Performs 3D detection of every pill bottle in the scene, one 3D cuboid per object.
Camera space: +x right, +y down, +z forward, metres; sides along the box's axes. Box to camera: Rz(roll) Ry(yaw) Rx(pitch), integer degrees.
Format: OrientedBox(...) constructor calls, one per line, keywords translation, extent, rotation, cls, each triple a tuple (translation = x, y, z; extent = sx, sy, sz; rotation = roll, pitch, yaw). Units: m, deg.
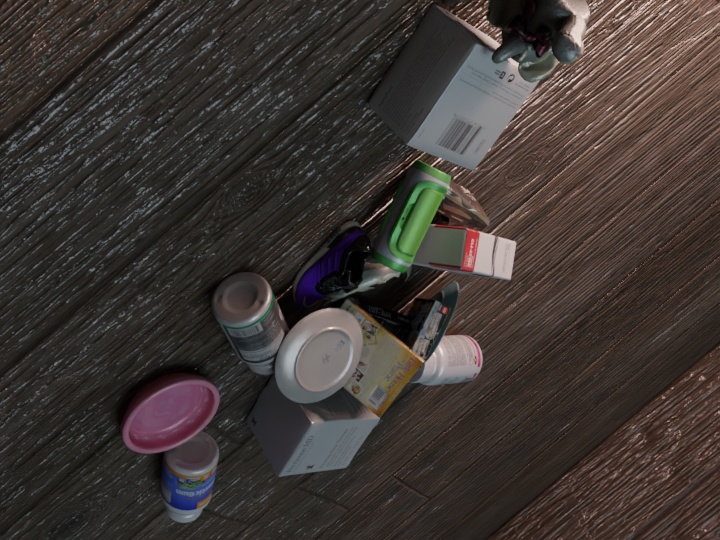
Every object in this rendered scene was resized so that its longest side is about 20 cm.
OrientedBox(translation=(-0.194, 0.103, 1.692), extent=(0.113, 0.113, 0.201), rotation=(-31, 145, -11), cls="pill bottle")
OrientedBox(translation=(0.185, 0.211, 2.164), extent=(0.199, 0.114, 0.114), rotation=(2, 129, -44), cls="pill bottle")
OrientedBox(translation=(-0.360, 0.436, 1.916), extent=(0.111, 0.112, 0.201), rotation=(-15, 138, -31), cls="pill bottle")

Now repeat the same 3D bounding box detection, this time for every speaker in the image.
OrientedBox(translation=(0.093, -0.101, 1.716), extent=(0.088, 0.088, 0.201), rotation=(17, 101, -50), cls="speaker")

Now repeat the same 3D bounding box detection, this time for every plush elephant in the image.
OrientedBox(translation=(0.264, -0.372, 1.411), extent=(0.155, 0.165, 0.200), rotation=(-39, -179, 42), cls="plush elephant")

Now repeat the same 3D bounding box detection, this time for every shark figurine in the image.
OrientedBox(translation=(0.019, -0.008, 1.803), extent=(0.213, 0.090, 0.128), rotation=(-19, 175, -15), cls="shark figurine")

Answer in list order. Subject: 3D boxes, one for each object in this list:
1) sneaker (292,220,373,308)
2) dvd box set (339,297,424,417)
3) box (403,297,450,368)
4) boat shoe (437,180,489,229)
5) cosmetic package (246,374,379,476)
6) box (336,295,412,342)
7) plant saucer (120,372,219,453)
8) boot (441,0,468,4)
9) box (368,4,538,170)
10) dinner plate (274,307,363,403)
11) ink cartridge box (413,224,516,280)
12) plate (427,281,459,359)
OrientedBox(translation=(-0.049, 0.009, 1.729), extent=(0.069, 0.100, 0.201), rotation=(18, 116, -48), cls="sneaker")
OrientedBox(translation=(0.008, 0.173, 1.827), extent=(0.147, 0.199, 0.029), rotation=(-53, 174, 9), cls="dvd box set")
OrientedBox(translation=(0.122, 0.129, 1.935), extent=(0.138, 0.040, 0.200), rotation=(-64, -172, -3), cls="box")
OrientedBox(translation=(0.186, -0.128, 1.831), extent=(0.073, 0.075, 0.199), rotation=(-39, 138, 19), cls="boat shoe")
OrientedBox(translation=(-0.103, 0.318, 1.973), extent=(0.199, 0.167, 0.168), rotation=(4, 128, -43), cls="cosmetic package")
OrientedBox(translation=(-0.007, 0.160, 1.931), extent=(0.159, 0.044, 0.201), rotation=(19, 119, -20), cls="box")
OrientedBox(translation=(-0.371, 0.268, 1.770), extent=(0.199, 0.051, 0.201), rotation=(-25, 144, -20), cls="plant saucer")
OrientedBox(translation=(0.193, -0.473, 1.350), extent=(0.064, 0.186, 0.201), rotation=(-31, 147, -45), cls="boot")
OrientedBox(translation=(0.157, -0.301, 1.543), extent=(0.198, 0.131, 0.201), rotation=(11, 121, -48), cls="box")
OrientedBox(translation=(-0.072, 0.167, 1.741), extent=(0.199, 0.024, 0.202), rotation=(-18, 122, -31), cls="dinner plate")
OrientedBox(translation=(0.202, -0.038, 1.849), extent=(0.199, 0.143, 0.085), rotation=(9, 89, -51), cls="ink cartridge box")
OrientedBox(translation=(0.157, 0.111, 2.000), extent=(0.025, 0.201, 0.201), rotation=(24, 119, -8), cls="plate")
